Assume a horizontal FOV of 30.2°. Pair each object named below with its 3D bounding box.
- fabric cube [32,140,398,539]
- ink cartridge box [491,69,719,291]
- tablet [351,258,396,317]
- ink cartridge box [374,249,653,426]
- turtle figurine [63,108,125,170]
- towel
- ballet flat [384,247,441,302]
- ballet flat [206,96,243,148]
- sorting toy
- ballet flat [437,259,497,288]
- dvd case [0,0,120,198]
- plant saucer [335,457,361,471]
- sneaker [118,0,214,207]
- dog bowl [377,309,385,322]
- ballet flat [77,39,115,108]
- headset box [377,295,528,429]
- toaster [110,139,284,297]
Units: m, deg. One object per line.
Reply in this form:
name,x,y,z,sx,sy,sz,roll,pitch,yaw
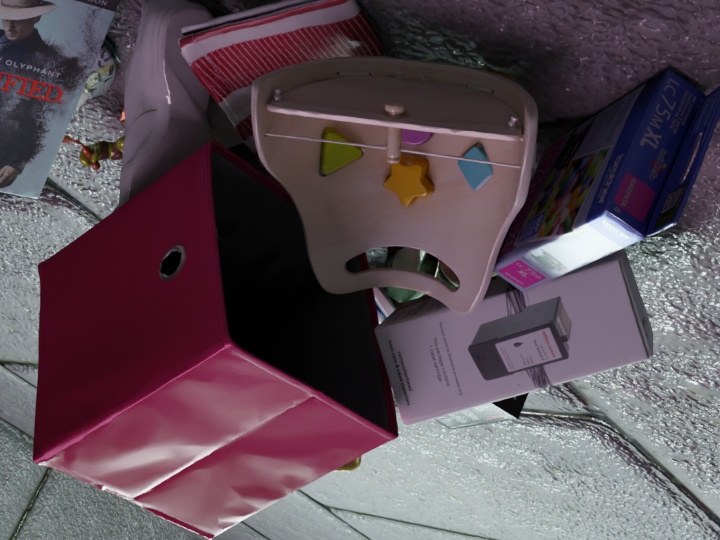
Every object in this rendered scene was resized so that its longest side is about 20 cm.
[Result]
fabric cube,-0.117,0.059,1.042,0.199,0.197,0.200,-31,137,25
ink cartridge box,0.168,-0.062,0.918,0.042,0.120,0.200,33,158,-14
tablet,0.000,0.000,1.231,0.130,0.014,0.200,56,179,-37
ink cartridge box,0.127,0.046,1.070,0.199,0.084,0.146,-17,-176,13
turtle figurine,-0.196,-0.102,1.290,0.199,0.065,0.162,-5,129,25
towel,-0.038,-0.134,1.044,0.143,0.023,0.200,-11,145,17
ballet flat,0.051,-0.012,1.225,0.068,0.072,0.200,30,160,6
ballet flat,-0.122,-0.139,1.131,0.199,0.069,0.068,8,151,37
sorting toy,0.030,-0.055,0.971,0.199,0.107,0.181,9,117,13
ballet flat,0.156,0.020,1.194,0.199,0.068,0.062,25,123,-33
dvd case,-0.299,-0.158,1.092,0.145,0.201,0.022,11,-152,-36
plant saucer,-0.099,0.137,1.570,0.199,0.201,0.048,0,-163,-1
sneaker,-0.166,-0.125,1.089,0.075,0.201,0.088,1,-161,-39
dog bowl,-0.068,0.096,1.288,0.079,0.200,0.200,39,168,32
ballet flat,-0.288,-0.167,1.253,0.072,0.072,0.200,35,156,-24
headset box,0.068,0.088,1.434,0.200,0.077,0.149,33,157,-16
toaster,-0.135,-0.039,1.198,0.200,0.114,0.129,-21,119,41
